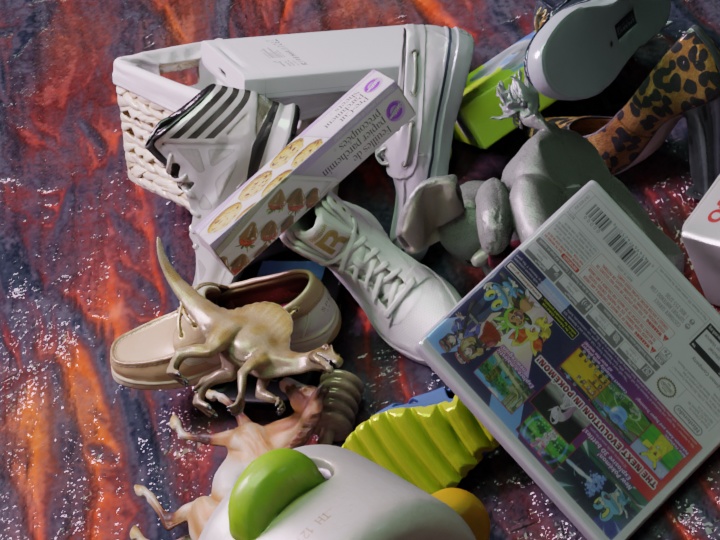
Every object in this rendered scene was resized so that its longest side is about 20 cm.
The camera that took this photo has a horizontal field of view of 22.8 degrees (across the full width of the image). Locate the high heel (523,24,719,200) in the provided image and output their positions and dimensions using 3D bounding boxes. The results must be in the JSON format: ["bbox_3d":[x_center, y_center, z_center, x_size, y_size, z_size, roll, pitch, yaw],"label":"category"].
[{"bbox_3d":[0.213,-0.145,1.461,0.199,0.144,0.071,17,36,37],"label":"high heel"}]

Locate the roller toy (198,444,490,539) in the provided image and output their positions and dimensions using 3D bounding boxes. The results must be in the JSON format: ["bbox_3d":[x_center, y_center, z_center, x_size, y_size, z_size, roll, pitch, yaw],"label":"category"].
[{"bbox_3d":[-0.011,0.222,1.191,0.139,0.199,0.184,23,97,44],"label":"roller toy"}]

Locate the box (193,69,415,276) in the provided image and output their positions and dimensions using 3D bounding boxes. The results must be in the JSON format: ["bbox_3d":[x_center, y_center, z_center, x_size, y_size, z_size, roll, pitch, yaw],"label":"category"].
[{"bbox_3d":[-0.045,-0.079,1.426,0.200,0.039,0.041,-42,35,-6],"label":"box"}]

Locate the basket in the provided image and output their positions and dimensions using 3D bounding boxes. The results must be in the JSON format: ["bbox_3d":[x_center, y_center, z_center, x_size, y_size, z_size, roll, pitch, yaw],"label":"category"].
[{"bbox_3d":[-0.120,-0.125,1.631,0.135,0.125,0.199,-16,27,-37],"label":"basket"}]

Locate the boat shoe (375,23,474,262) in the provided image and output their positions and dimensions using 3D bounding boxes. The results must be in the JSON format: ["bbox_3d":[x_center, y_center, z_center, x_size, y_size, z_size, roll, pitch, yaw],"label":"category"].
[{"bbox_3d":[0.042,-0.110,1.516,0.066,0.202,0.074,11,3,-11],"label":"boat shoe"}]

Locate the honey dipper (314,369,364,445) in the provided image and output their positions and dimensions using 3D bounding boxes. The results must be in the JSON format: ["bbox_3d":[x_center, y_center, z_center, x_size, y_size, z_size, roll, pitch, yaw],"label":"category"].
[{"bbox_3d":[-0.035,0.167,1.378,0.038,0.038,0.201,-6,49,26],"label":"honey dipper"}]

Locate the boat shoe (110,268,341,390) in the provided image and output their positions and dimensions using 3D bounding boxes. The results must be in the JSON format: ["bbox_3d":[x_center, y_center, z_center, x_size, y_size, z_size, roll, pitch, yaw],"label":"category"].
[{"bbox_3d":[-0.118,0.040,1.466,0.198,0.070,0.074,-15,44,6],"label":"boat shoe"}]

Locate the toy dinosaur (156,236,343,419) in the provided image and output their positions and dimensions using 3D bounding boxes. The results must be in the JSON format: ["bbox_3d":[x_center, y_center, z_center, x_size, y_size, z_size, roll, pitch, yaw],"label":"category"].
[{"bbox_3d":[-0.103,0.059,1.405,0.199,0.058,0.101,28,67,26],"label":"toy dinosaur"}]

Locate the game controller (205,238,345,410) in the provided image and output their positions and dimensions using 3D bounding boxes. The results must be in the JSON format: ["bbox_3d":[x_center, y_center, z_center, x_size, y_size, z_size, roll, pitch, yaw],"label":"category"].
[{"bbox_3d":[-0.068,0.038,1.525,0.103,0.042,0.201,-6,46,26],"label":"game controller"}]

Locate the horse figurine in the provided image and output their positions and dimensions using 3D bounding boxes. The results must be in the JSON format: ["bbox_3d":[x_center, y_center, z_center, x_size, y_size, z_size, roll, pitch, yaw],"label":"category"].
[{"bbox_3d":[-0.112,0.167,1.397,0.132,0.050,0.201,14,65,36],"label":"horse figurine"}]

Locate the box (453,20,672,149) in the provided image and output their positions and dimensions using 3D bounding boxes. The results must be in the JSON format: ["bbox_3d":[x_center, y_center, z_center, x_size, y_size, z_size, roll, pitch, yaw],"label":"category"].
[{"bbox_3d":[0.165,-0.182,1.577,0.199,0.048,0.122,-34,13,-4],"label":"box"}]

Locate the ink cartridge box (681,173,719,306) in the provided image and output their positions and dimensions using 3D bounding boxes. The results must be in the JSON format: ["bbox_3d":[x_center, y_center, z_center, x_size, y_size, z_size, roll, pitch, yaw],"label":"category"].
[{"bbox_3d":[0.358,-0.029,1.302,0.199,0.085,0.146,19,60,43],"label":"ink cartridge box"}]

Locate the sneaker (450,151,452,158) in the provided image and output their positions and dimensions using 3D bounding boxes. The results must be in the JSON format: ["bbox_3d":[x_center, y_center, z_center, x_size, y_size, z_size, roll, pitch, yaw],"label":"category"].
[{"bbox_3d":[0.021,-0.157,1.641,0.074,0.084,0.200,-35,39,-6],"label":"sneaker"}]

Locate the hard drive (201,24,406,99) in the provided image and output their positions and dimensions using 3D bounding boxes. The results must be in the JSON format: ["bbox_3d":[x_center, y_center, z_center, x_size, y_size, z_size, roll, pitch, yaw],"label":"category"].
[{"bbox_3d":[-0.028,-0.185,1.583,0.198,0.027,0.132,-8,23,-19],"label":"hard drive"}]

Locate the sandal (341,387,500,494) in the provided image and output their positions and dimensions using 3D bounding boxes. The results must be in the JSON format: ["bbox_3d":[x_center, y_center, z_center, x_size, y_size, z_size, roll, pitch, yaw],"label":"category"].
[{"bbox_3d":[0.075,0.115,1.347,0.199,0.080,0.087,-27,2,15],"label":"sandal"}]

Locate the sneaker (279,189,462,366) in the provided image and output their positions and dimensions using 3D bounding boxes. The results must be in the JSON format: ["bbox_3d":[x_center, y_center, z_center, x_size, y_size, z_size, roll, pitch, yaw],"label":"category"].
[{"bbox_3d":[0.000,0.000,1.444,0.074,0.115,0.200,-53,50,9],"label":"sneaker"}]

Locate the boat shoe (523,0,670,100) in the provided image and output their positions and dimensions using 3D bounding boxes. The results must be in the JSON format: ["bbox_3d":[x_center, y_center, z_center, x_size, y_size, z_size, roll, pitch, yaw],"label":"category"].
[{"bbox_3d":[0.166,-0.185,1.432,0.090,0.072,0.200,-1,24,39],"label":"boat shoe"}]

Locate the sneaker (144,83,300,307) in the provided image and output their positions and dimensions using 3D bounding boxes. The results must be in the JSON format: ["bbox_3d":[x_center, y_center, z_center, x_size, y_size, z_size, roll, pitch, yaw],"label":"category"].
[{"bbox_3d":[-0.134,-0.065,1.507,0.114,0.202,0.076,20,17,-6],"label":"sneaker"}]

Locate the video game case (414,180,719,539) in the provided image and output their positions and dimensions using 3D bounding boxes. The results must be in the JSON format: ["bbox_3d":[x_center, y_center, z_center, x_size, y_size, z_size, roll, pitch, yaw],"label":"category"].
[{"bbox_3d":[0.169,0.067,1.268,0.182,0.023,0.200,-41,85,-14],"label":"video game case"}]

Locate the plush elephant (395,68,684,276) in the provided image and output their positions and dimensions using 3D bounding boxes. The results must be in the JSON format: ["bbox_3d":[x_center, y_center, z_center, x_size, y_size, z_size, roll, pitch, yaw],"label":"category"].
[{"bbox_3d":[0.123,-0.034,1.414,0.164,0.155,0.201,-10,65,-39],"label":"plush elephant"}]
